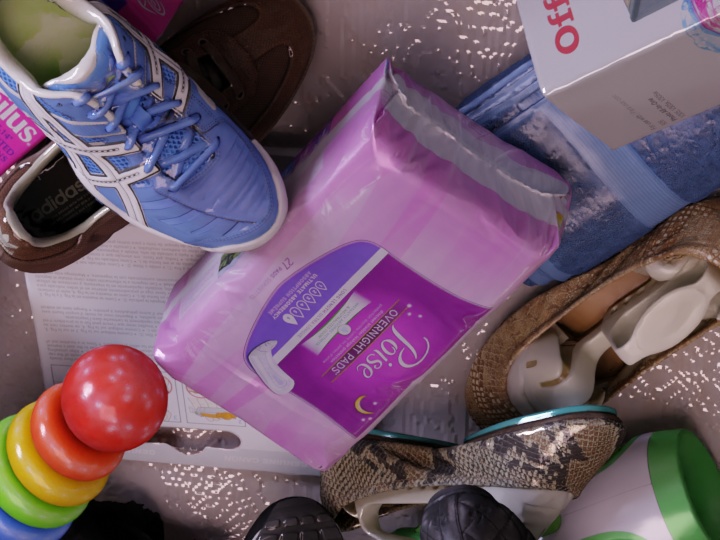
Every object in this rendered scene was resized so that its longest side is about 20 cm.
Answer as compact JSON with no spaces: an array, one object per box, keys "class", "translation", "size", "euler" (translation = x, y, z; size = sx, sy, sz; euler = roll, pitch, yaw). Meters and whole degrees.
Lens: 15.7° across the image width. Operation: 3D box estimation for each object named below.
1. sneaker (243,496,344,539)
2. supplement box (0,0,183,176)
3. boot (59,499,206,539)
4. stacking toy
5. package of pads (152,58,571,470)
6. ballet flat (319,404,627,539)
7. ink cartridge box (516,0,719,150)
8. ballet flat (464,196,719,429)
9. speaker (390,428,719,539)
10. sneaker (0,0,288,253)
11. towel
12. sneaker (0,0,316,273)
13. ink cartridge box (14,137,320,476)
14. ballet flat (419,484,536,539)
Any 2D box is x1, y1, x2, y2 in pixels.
[{"class":"sneaker","translation":[-0.054,0.196,1.453],"size":[0.075,0.088,0.201],"euler":[-6,125,-17]},{"class":"supplement box","translation":[-0.188,-0.115,1.313],"size":[0.200,0.103,0.101],"euler":[-38,104,25]},{"class":"boot","translation":[-0.188,0.193,1.489],"size":[0.199,0.077,0.169],"euler":[18,124,-6]},{"class":"stacking toy","translation":[-0.164,0.100,1.357],"size":[0.085,0.086,0.200],"euler":[40,129,-10]},{"class":"package of pads","translation":[0.000,0.000,1.294],"size":[0.120,0.076,0.200],"euler":[34,125,-16]},{"class":"ballet flat","translation":[0.057,0.115,1.366],"size":[0.199,0.076,0.068],"euler":[-8,163,41]},{"class":"ink cartridge box","translation":[0.166,-0.164,1.178],"size":[0.199,0.146,0.087],"euler":[-24,153,24]},{"class":"ballet flat","translation":[0.125,0.034,1.346],"size":[0.070,0.065,0.200],"euler":[41,119,-13]},{"class":"speaker","translation":[0.098,0.154,1.404],"size":[0.199,0.089,0.089],"euler":[-24,111,22]},{"class":"sneaker","translation":[-0.117,-0.074,1.208],"size":[0.200,0.077,0.076],"euler":[37,89,-13]},{"class":"towel","translation":[0.133,-0.074,1.296],"size":[0.200,0.049,0.112],"euler":[-34,107,25]},{"class":"sneaker","translation":[-0.100,-0.066,1.289],"size":[0.200,0.076,0.071],"euler":[-41,94,-4]},{"class":"ink cartridge box","translation":[-0.095,0.020,1.408],"size":[0.161,0.050,0.201],"euler":[4,132,9]},{"class":"ballet flat","translation":[0.087,0.180,1.328],"size":[0.066,0.057,0.200],"euler":[-24,134,21]}]
